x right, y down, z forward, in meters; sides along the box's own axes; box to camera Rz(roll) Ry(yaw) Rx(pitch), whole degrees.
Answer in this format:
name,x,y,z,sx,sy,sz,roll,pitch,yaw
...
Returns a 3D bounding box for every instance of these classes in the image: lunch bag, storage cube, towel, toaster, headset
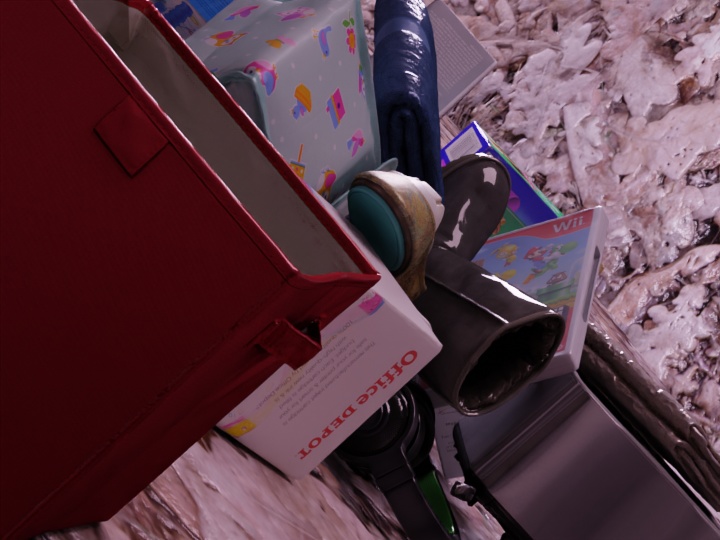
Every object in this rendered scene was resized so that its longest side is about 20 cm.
name,x,y,z,sx,sy,sz,roll,pitch,yaw
lunch bag,-0.059,-0.070,1.537,0.170,0.121,0.202,-44,130,-54
storage cube,-0.124,-0.003,0.982,0.200,0.180,0.171,50,9,7
towel,0.035,-0.129,1.681,0.201,0.048,0.112,-88,174,-58
towel,0.206,0.095,1.679,0.200,0.034,0.133,46,-2,41
toaster,0.160,0.163,1.629,0.181,0.119,0.200,46,5,-6
headset,0.003,0.111,1.559,0.201,0.093,0.123,65,7,7

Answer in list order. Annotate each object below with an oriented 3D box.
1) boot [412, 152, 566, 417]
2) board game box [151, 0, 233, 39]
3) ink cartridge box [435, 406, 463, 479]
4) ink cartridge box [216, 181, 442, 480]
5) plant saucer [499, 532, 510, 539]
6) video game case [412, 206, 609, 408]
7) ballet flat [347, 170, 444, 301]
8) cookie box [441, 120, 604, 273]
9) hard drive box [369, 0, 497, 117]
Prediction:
name,x,y,z,sx,sy,sz,roll,pitch,yaw
boot,0.084,0.006,1.616,0.073,0.182,0.200,44,-9,-26
board game box,-0.126,-0.190,1.920,0.200,0.056,0.196,48,-20,-2
ink cartridge box,0.066,0.036,1.821,0.201,0.043,0.174,-93,172,-51
ink cartridge box,-0.058,0.021,1.384,0.200,0.128,0.125,41,11,-47
plant saucer,0.158,0.278,1.647,0.200,0.034,0.200,47,10,-10
video game case,0.105,0.028,1.670,0.018,0.142,0.200,62,25,-25
ballet flat,0.025,-0.026,1.510,0.071,0.070,0.200,51,-18,16
cookie box,0.127,-0.026,2.369,0.200,0.171,0.075,44,12,-27
hard drive box,-0.001,-0.114,1.857,0.077,0.200,0.156,48,-20,-1
